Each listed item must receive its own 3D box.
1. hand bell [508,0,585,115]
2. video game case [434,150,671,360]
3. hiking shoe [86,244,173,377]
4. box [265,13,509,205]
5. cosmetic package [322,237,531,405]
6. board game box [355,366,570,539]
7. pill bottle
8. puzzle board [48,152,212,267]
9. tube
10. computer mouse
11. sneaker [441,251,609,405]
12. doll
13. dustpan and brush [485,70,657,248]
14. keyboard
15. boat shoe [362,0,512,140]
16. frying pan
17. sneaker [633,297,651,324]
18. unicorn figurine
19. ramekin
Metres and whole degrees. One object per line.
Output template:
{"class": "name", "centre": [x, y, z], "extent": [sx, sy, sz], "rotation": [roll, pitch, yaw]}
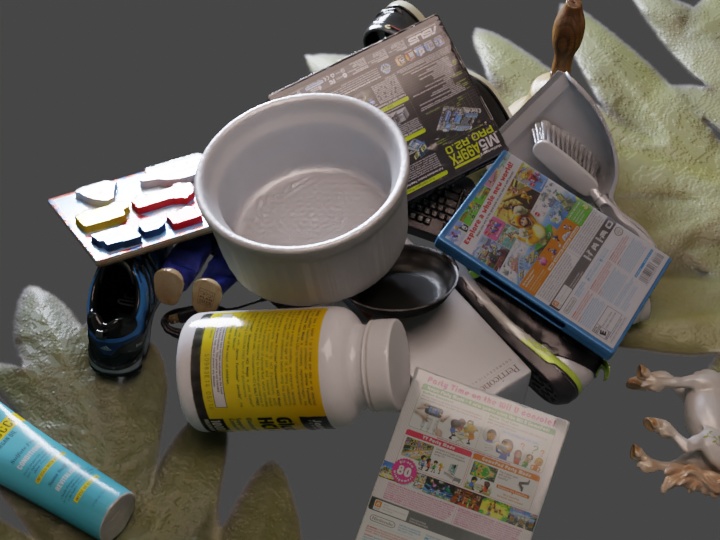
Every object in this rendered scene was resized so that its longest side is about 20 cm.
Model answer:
{"class": "hand bell", "centre": [0.209, -0.211, 1.702], "extent": [0.104, 0.200, 0.104], "rotation": [1, 54, -2]}
{"class": "video game case", "centre": [0.189, -0.018, 1.585], "extent": [0.200, 0.018, 0.143], "rotation": [34, 54, 7]}
{"class": "hiking shoe", "centre": [-0.223, 0.003, 1.597], "extent": [0.074, 0.087, 0.201], "rotation": [3, 55, -1]}
{"class": "box", "centre": [0.026, -0.144, 1.650], "extent": [0.199, 0.044, 0.161], "rotation": [-28, 87, -10]}
{"class": "cosmetic package", "centre": [0.061, 0.070, 1.576], "extent": [0.101, 0.071, 0.200], "rotation": [-32, 63, -23]}
{"class": "board game box", "centre": [0.085, 0.205, 1.442], "extent": [0.147, 0.064, 0.201], "rotation": [19, 82, 9]}
{"class": "pill bottle", "centre": [-0.060, 0.091, 1.501], "extent": [0.199, 0.113, 0.113], "rotation": [-3, 53, 16]}
{"class": "puzzle board", "centre": [-0.195, -0.070, 1.628], "extent": [0.199, 0.017, 0.151], "rotation": [-18, 34, -22]}
{"class": "tube", "centre": [-0.299, 0.180, 1.499], "extent": [0.199, 0.051, 0.077], "rotation": [26, 50, 21]}
{"class": "computer mouse", "centre": [-0.103, 0.023, 1.623], "extent": [0.199, 0.034, 0.059], "rotation": [-20, 59, -16]}
{"class": "sneaker", "centre": [0.161, 0.045, 1.599], "extent": [0.083, 0.072, 0.200], "rotation": [-39, 76, -16]}
{"class": "doll", "centre": [-0.131, -0.033, 1.634], "extent": [0.136, 0.049, 0.200], "rotation": [15, 39, 9]}
{"class": "dustpan and brush", "centre": [0.235, -0.091, 1.690], "extent": [0.200, 0.140, 0.057], "rotation": [39, 31, -11]}
{"class": "keyboard", "centre": [0.010, -0.068, 1.668], "extent": [0.199, 0.021, 0.128], "rotation": [19, 81, -4]}
{"class": "boat shoe", "centre": [0.083, -0.194, 1.732], "extent": [0.201, 0.074, 0.063], "rotation": [46, 50, -6]}
{"class": "frying pan", "centre": [-0.001, 0.009, 1.542], "extent": [0.189, 0.031, 0.115], "rotation": [2, 33, 9]}
{"class": "sneaker", "centre": [0.203, -0.013, 1.644], "extent": [0.080, 0.071, 0.200], "rotation": [-29, 62, -18]}
{"class": "unicorn figurine", "centre": [0.328, 0.128, 1.558], "extent": [0.137, 0.074, 0.201], "rotation": [10, 69, -8]}
{"class": "ramekin", "centre": [-0.048, -0.062, 1.520], "extent": [0.199, 0.098, 0.201], "rotation": [-5, 49, 5]}
